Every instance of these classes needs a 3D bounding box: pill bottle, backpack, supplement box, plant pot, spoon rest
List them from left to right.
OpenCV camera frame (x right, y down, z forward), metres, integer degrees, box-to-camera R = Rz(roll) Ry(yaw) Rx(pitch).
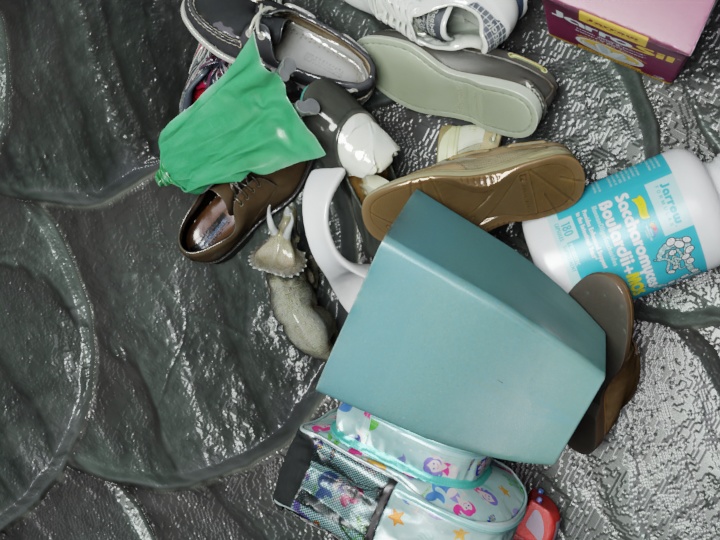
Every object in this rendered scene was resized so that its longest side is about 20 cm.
[{"bbox_3d":[0.000,0.000,0.939,0.098,0.061,0.202,1,134,40],"label":"spoon rest"},{"bbox_3d":[0.048,0.184,0.871,0.198,0.177,0.153,31,103,18],"label":"backpack"},{"bbox_3d":[0.092,0.057,0.813,0.197,0.142,0.143,27,113,3],"label":"plant pot"},{"bbox_3d":[0.232,-0.236,0.839,0.129,0.200,0.105,26,99,11],"label":"supplement box"},{"bbox_3d":[0.252,-0.037,0.893,0.197,0.111,0.113,-23,89,13],"label":"pill bottle"}]

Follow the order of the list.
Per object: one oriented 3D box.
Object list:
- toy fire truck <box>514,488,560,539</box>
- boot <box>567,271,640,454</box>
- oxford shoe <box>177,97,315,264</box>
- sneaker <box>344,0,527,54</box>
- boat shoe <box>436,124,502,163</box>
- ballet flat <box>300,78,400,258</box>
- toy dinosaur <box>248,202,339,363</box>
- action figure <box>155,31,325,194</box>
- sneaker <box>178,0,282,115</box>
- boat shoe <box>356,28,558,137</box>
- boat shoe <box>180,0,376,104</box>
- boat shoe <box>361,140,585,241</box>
[{"bbox_3d":[0.119,0.178,0.970,0.198,0.049,0.143,31,100,10],"label":"toy fire truck"},{"bbox_3d":[0.216,0.070,0.889,0.073,0.075,0.203,36,145,35],"label":"boot"},{"bbox_3d":[-0.109,-0.085,0.989,0.072,0.084,0.201,39,100,9],"label":"oxford shoe"},{"bbox_3d":[0.052,-0.249,0.918,0.197,0.077,0.081,17,58,29],"label":"sneaker"},{"bbox_3d":[0.103,-0.036,0.950,0.062,0.073,0.205,1,85,10],"label":"boat shoe"},{"bbox_3d":[0.013,-0.090,0.929,0.068,0.068,0.202,14,141,47],"label":"ballet flat"},{"bbox_3d":[-0.058,0.040,0.975,0.076,0.102,0.204,-20,88,14],"label":"toy dinosaur"},{"bbox_3d":[-0.126,-0.122,0.915,0.198,0.055,0.120,-23,99,37],"label":"action figure"},{"bbox_3d":[-0.129,-0.206,0.989,0.079,0.075,0.204,14,96,12],"label":"sneaker"},{"bbox_3d":[0.089,-0.187,0.948,0.199,0.072,0.061,25,55,22],"label":"boat shoe"},{"bbox_3d":[-0.075,-0.215,0.934,0.198,0.060,0.075,30,77,-6],"label":"boat shoe"},{"bbox_3d":[0.098,-0.070,0.892,0.196,0.065,0.073,-10,118,3],"label":"boat shoe"}]
